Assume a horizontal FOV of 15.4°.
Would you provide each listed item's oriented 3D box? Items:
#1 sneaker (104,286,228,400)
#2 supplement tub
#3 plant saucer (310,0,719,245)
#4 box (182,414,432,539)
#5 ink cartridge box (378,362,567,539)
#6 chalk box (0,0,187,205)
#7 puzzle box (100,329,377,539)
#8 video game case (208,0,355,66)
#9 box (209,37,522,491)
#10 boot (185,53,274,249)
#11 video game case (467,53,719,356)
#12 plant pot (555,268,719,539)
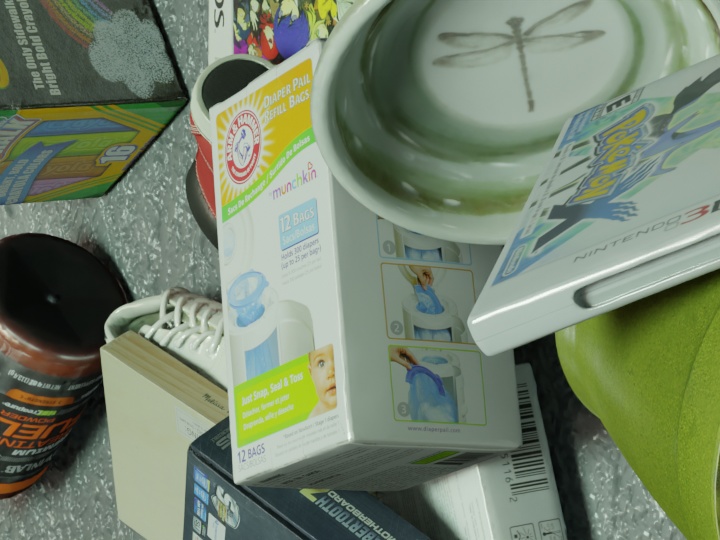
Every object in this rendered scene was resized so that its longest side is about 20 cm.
[{"bbox_3d":[-0.089,0.045,1.505,0.200,0.071,0.073,-12,46,59],"label":"sneaker"},{"bbox_3d":[-0.229,0.075,1.693,0.200,0.107,0.107,-55,53,41],"label":"supplement tub"},{"bbox_3d":[0.075,-0.095,1.214,0.200,0.200,0.050,-56,29,40],"label":"plant saucer"},{"bbox_3d":[-0.025,0.188,1.400,0.158,0.051,0.200,35,141,26],"label":"box"},{"bbox_3d":[0.049,0.147,1.406,0.200,0.047,0.160,147,112,-67],"label":"ink cartridge box"},{"bbox_3d":[-0.231,-0.117,1.594,0.124,0.200,0.125,-43,61,46],"label":"chalk box"},{"bbox_3d":[-0.067,0.131,1.476,0.200,0.025,0.133,31,137,34],"label":"puzzle box"},{"bbox_3d":[-0.015,-0.168,1.442,0.200,0.036,0.182,14,106,51],"label":"video game case"},{"bbox_3d":[0.000,0.000,1.309,0.112,0.101,0.201,-25,65,54],"label":"box"},{"bbox_3d":[-0.023,-0.011,1.461,0.200,0.072,0.144,49,157,17],"label":"boot"},{"bbox_3d":[0.146,-0.048,1.088,0.182,0.200,0.022,-22,108,26],"label":"video game case"},{"bbox_3d":[0.181,0.037,1.107,0.193,0.200,0.201,34,121,58],"label":"plant pot"}]
